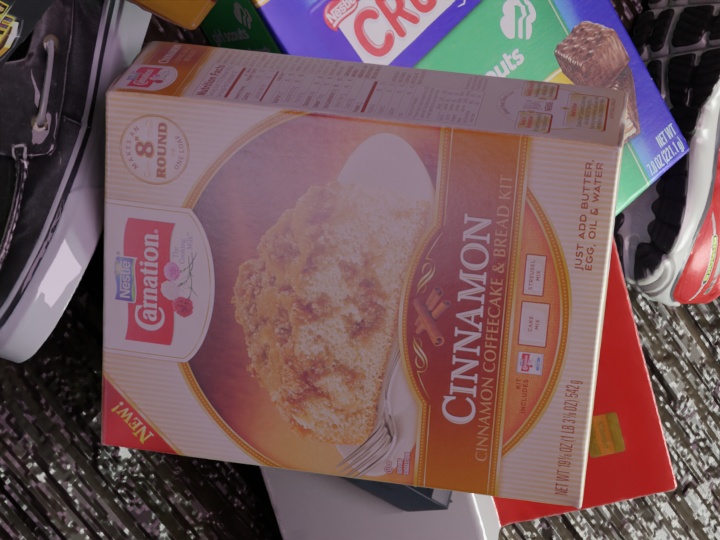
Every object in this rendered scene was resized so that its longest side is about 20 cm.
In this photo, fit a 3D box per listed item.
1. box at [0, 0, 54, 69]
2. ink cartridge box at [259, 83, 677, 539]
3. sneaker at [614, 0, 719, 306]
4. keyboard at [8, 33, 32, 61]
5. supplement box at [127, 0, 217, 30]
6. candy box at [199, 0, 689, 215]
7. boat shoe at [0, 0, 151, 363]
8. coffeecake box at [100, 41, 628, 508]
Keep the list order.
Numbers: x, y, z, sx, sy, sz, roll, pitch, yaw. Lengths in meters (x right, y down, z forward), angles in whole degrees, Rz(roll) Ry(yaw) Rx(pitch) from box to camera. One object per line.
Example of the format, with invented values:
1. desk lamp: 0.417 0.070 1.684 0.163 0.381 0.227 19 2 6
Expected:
1. box: -0.139 -0.202 0.728 0.049 0.199 0.201 3 49 -49
2. ink cartridge box: 0.032 0.036 0.891 0.045 0.175 0.201 -68 143 -67
3. sneaker: 0.183 -0.078 1.059 0.085 0.077 0.201 23 83 -41
4. keyboard: -0.170 -0.094 0.855 0.126 0.021 0.202 6 85 -33
5. supplement box: -0.058 -0.218 0.786 0.103 0.131 0.200 26 118 -25
6. candy box: 0.039 -0.092 0.954 0.169 0.077 0.201 -40 108 -24
7. boat shoe: -0.138 -0.064 0.834 0.071 0.072 0.202 22 65 -29
8. coffeecake box: 0.000 0.000 0.819 0.198 0.073 0.155 7 113 7
